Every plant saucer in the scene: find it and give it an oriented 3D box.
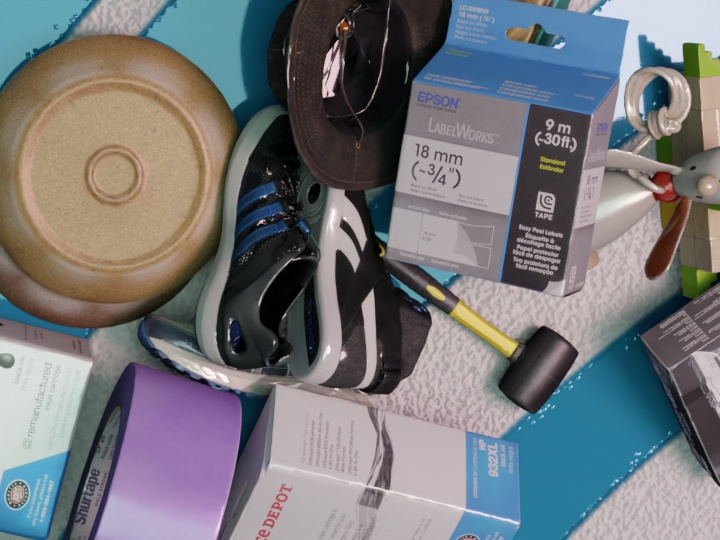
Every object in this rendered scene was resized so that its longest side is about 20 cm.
[{"bbox_3d":[-0.202,-0.053,1.570,0.199,0.037,0.202,-2,100,-10],"label":"plant saucer"},{"bbox_3d":[-0.182,-0.072,1.534,0.198,0.035,0.202,-2,99,-10],"label":"plant saucer"}]

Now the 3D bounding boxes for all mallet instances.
[{"bbox_3d":[0.074,0.041,1.634,0.199,0.041,0.066,29,90,-9],"label":"mallet"}]

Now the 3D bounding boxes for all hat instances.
[{"bbox_3d":[-0.016,-0.153,1.546,0.200,0.080,0.202,-17,112,-49],"label":"hat"}]

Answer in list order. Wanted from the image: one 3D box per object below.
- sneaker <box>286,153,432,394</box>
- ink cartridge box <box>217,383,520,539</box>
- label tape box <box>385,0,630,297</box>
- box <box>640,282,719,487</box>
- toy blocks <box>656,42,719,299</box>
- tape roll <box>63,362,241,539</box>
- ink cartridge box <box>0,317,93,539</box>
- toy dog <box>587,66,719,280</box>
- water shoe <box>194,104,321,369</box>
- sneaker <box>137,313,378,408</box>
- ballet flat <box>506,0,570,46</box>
[{"bbox_3d":[0.000,0.000,1.585,0.111,0.073,0.202,16,64,-34],"label":"sneaker"},{"bbox_3d":[0.004,0.181,1.585,0.198,0.084,0.146,15,135,-12],"label":"ink cartridge box"},{"bbox_3d":[0.106,-0.095,1.525,0.143,0.063,0.202,12,100,21],"label":"label tape box"},{"bbox_3d":[0.332,0.058,1.638,0.199,0.050,0.158,-33,132,-3],"label":"box"},{"bbox_3d":[0.316,-0.086,1.633,0.136,0.100,0.202,-10,101,-20],"label":"toy blocks"},{"bbox_3d":[-0.158,0.175,1.529,0.084,0.200,0.202,18,96,-11],"label":"tape roll"},{"bbox_3d":[-0.313,0.104,1.551,0.198,0.084,0.147,14,97,-12],"label":"ink cartridge box"},{"bbox_3d":[0.186,-0.049,1.568,0.132,0.096,0.200,52,128,4],"label":"toy dog"},{"bbox_3d":[-0.061,-0.022,1.539,0.078,0.071,0.202,7,77,26],"label":"water shoe"},{"bbox_3d":[-0.074,0.057,1.598,0.199,0.077,0.086,17,86,-19],"label":"sneaker"},{"bbox_3d":[0.100,-0.139,1.603,0.063,0.069,0.201,23,92,16],"label":"ballet flat"}]
